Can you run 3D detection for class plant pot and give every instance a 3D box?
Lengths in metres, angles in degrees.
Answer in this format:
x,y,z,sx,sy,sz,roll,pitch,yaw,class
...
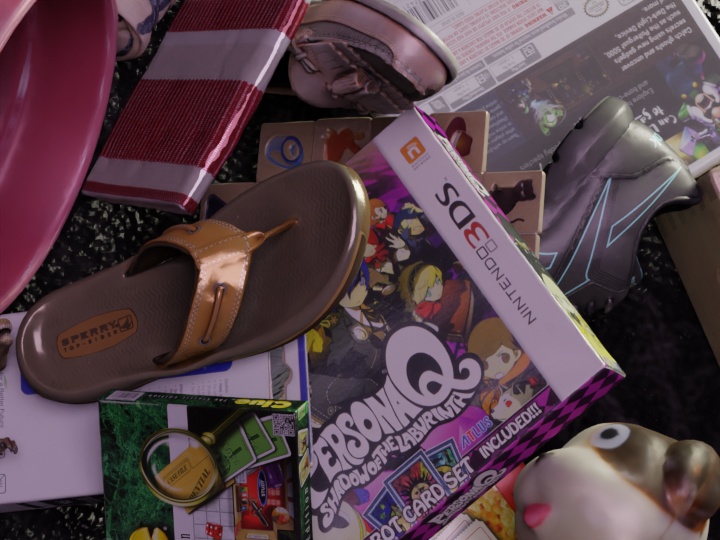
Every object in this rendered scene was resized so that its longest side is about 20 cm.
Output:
x,y,z,sx,sy,sz,roll,pitch,yaw,class
-0.242,-0.092,1.146,0.178,0.200,0.201,21,74,11,plant pot

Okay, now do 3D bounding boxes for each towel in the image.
x,y,z,sx,sy,sz,roll,pitch,yaw,class
-0.067,-0.119,1.193,0.023,0.144,0.201,33,79,-25,towel

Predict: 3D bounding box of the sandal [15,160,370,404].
x,y,z,sx,sy,sz,roll,pitch,yaw,class
-0.086,0.008,1.111,0.199,0.054,0.081,-23,70,13,sandal

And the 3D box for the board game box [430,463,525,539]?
x,y,z,sx,sy,sz,roll,pitch,yaw,class
0.028,0.192,1.195,0.200,0.046,0.152,-37,86,-16,board game box

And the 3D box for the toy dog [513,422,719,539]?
x,y,z,sx,sy,sz,roll,pitch,yaw,class
0.128,0.175,1.125,0.193,0.139,0.201,6,77,-24,toy dog

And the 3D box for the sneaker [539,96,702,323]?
x,y,z,sx,sy,sz,roll,pitch,yaw,class
0.100,0.005,1.209,0.079,0.075,0.200,38,90,1,sneaker

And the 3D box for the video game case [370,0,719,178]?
x,y,z,sx,sy,sz,roll,pitch,yaw,class
0.107,-0.108,1.292,0.199,0.023,0.182,-31,84,-16,video game case

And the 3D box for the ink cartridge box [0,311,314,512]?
x,y,z,sx,sy,sz,roll,pitch,yaw,class
-0.113,0.065,1.158,0.199,0.039,0.100,-7,76,18,ink cartridge box

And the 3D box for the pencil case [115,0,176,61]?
x,y,z,sx,sy,sz,roll,pitch,yaw,class
-0.110,-0.210,1.246,0.078,0.089,0.201,45,69,-44,pencil case

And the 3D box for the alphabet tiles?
x,y,z,sx,sy,sz,roll,pitch,yaw,class
0.000,0.000,1.197,0.199,0.006,0.167,-1,76,25,alphabet tiles

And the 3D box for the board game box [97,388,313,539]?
x,y,z,sx,sy,sz,roll,pitch,yaw,class
-0.073,0.159,1.121,0.104,0.023,0.201,2,105,19,board game box

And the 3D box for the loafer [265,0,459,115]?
x,y,z,sx,sy,sz,roll,pitch,yaw,class
-0.017,-0.106,1.189,0.063,0.200,0.072,-50,118,-9,loafer

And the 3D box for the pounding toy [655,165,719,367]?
x,y,z,sx,sy,sz,roll,pitch,yaw,class
0.298,0.013,1.236,0.183,0.142,0.201,-21,82,-14,pounding toy

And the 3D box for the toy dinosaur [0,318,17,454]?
x,y,z,sx,sy,sz,roll,pitch,yaw,class
-0.242,0.107,1.156,0.199,0.058,0.101,-32,55,4,toy dinosaur

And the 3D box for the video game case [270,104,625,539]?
x,y,z,sx,sy,sz,roll,pitch,yaw,class
0.005,0.047,1.158,0.200,0.036,0.182,-40,63,11,video game case
